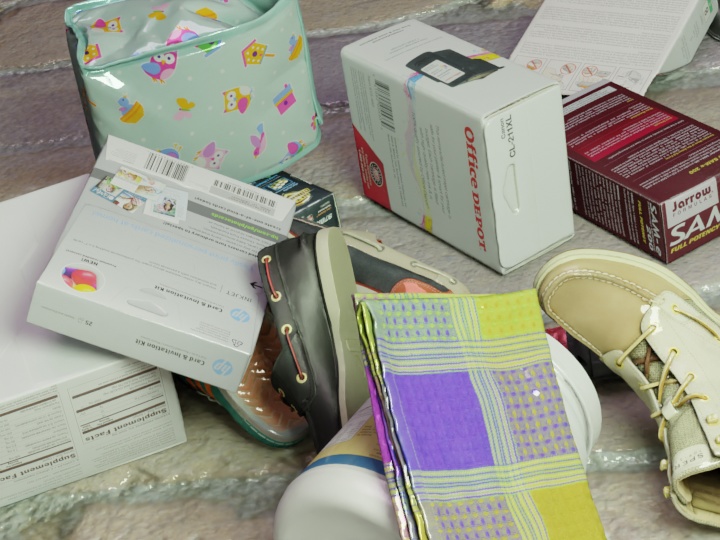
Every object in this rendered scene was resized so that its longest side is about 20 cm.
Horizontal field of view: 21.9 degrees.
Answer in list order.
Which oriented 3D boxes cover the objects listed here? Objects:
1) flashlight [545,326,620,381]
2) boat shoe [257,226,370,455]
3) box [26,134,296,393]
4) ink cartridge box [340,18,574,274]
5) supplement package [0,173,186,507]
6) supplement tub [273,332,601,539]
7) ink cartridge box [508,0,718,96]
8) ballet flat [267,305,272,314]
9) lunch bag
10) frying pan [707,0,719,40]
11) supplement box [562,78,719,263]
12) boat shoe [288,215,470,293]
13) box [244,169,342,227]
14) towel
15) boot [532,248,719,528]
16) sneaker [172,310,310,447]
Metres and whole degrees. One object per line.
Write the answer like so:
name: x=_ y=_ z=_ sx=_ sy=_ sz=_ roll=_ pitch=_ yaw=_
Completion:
flashlight: x=0.102 y=0.060 z=1.338 sx=0.199 sy=0.068 sz=0.068 roll=-8 pitch=31 yaw=8
boat shoe: x=-0.027 y=0.073 z=1.288 sx=0.063 sy=0.202 sz=0.074 roll=-15 pitch=-14 yaw=14
box: x=-0.138 y=-0.009 z=1.342 sx=0.155 sy=0.041 sz=0.200 roll=19 pitch=34 yaw=-5
ink cartridge box: x=0.080 y=-0.105 z=1.533 sx=0.083 sy=0.146 sz=0.200 roll=-26 pitch=35 yaw=-26
supplement package: x=-0.237 y=0.050 z=1.385 sx=0.155 sy=0.111 sz=0.200 roll=-19 pitch=47 yaw=-12
supplement tub: x=0.054 y=0.133 z=1.165 sx=0.144 sy=0.145 sz=0.200 roll=11 pitch=38 yaw=32
ink cartridge box: x=0.225 y=-0.201 z=1.748 sx=0.160 sy=0.050 sz=0.200 roll=11 pitch=58 yaw=34
ballet flat: x=-0.083 y=0.006 z=1.458 sx=0.072 sy=0.072 sz=0.200 roll=-34 pitch=64 yaw=-31
lunch bag: x=-0.135 y=-0.154 z=1.570 sx=0.199 sy=0.171 sz=0.122 roll=-17 pitch=39 yaw=-9
frying pan: x=0.362 y=-0.260 z=1.800 sx=0.115 sy=0.031 sz=0.190 roll=-30 pitch=39 yaw=-28
supplement box: x=0.227 y=-0.086 z=1.534 sx=0.109 sy=0.061 sz=0.200 roll=-27 pitch=34 yaw=-21
boat shoe: x=0.000 y=0.000 z=1.460 sx=0.063 sy=0.071 sz=0.200 roll=-41 pitch=45 yaw=-21
box: x=-0.140 y=-0.027 z=1.577 sx=0.200 sy=0.046 sz=0.159 roll=-33 pitch=37 yaw=-30
towel: x=0.074 y=0.103 z=1.084 sx=0.143 sy=0.023 sz=0.201 roll=1 pitch=65 yaw=-34
boot: x=0.200 y=0.078 z=1.199 sx=0.199 sy=0.072 sz=0.155 roll=30 pitch=34 yaw=-14
sneaker: x=-0.097 y=0.068 z=1.399 sx=0.071 sy=0.080 sz=0.200 roll=-21 pitch=53 yaw=-25
